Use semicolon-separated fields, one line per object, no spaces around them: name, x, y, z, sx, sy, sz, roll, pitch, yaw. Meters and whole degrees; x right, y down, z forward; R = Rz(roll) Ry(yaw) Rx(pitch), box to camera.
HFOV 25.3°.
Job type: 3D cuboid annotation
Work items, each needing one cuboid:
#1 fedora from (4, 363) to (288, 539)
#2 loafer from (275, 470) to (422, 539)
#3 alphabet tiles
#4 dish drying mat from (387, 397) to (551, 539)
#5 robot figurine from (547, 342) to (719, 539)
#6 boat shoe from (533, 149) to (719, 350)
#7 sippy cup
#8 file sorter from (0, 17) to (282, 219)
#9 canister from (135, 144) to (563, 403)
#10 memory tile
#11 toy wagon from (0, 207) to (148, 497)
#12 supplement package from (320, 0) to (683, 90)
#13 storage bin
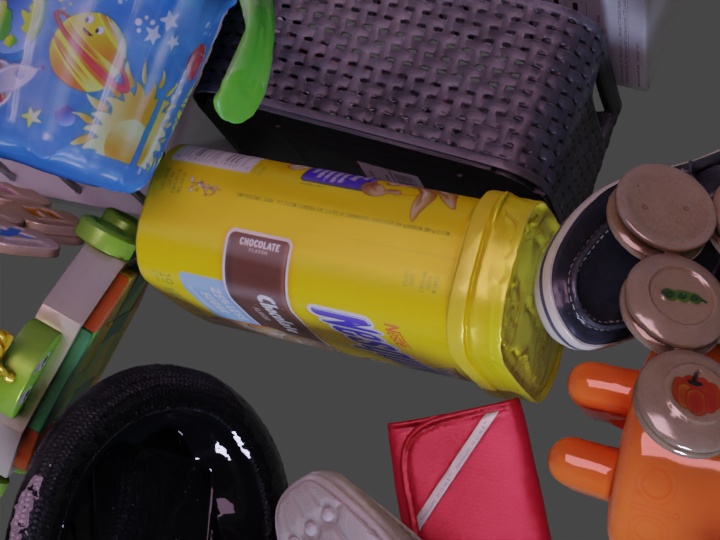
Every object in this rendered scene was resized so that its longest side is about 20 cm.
fedora;-0.127;0.148;0.838;0.091;0.200;0.201;-1;70;46
loafer;0.033;0.180;0.778;0.070;0.070;0.200;-40;81;24
alphabet tiles;-0.251;-0.037;0.858;0.195;0.200;0.015;28;108;50
dish drying mat;0.065;0.170;0.815;0.077;0.018;0.201;-12;80;14
robot figurine;0.194;0.099;0.772;0.199;0.117;0.144;12;42;17
boat shoe;0.170;-0.022;0.799;0.200;0.062;0.075;-25;95;-26
sippy cup;-0.135;-0.111;0.792;0.178;0.139;0.131;10;84;63
file sorter;-0.165;-0.121;0.934;0.199;0.125;0.139;11;75;18
canister;0.000;0.000;0.840;0.199;0.149;0.087;12;78;20
memory tile;0.213;0.023;0.732;0.199;0.017;0.154;7;55;-10
toy wagon;-0.161;0.046;0.838;0.039;0.200;0.155;29;95;-2
supplement package;0.090;-0.232;0.869;0.200;0.147;0.192;17;63;19
storage bin;0.028;-0.089;0.865;0.200;0.135;0.094;17;77;19
